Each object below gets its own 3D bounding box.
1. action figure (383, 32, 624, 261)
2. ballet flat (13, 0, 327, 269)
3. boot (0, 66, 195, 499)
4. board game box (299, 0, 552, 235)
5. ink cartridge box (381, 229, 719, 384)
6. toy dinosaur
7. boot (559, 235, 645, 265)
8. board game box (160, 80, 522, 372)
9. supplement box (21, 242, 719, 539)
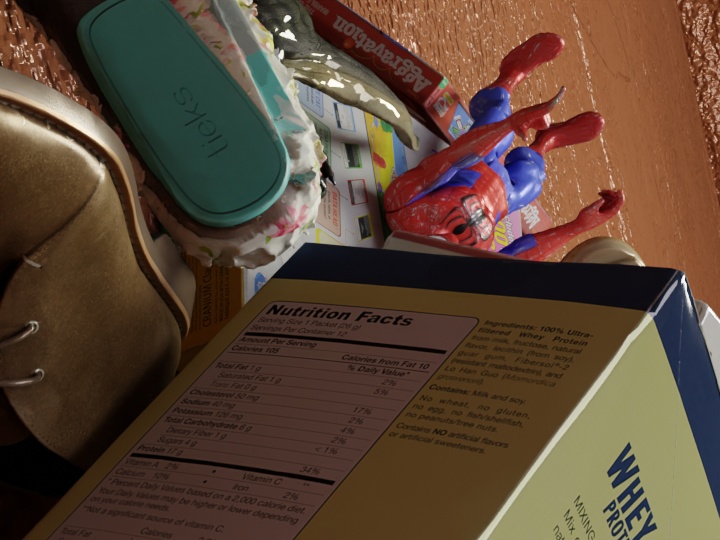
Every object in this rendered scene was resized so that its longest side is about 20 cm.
[{"bbox_3d":[0.074,-0.048,0.837,0.065,0.099,0.200,59,34,-13],"label":"action figure"},{"bbox_3d":[-0.071,-0.084,0.648,0.064,0.076,0.200,65,1,-75],"label":"ballet flat"},{"bbox_3d":[-0.096,0.005,0.545,0.200,0.074,0.076,54,38,-60],"label":"boot"},{"bbox_3d":[0.028,-0.076,0.999,0.103,0.019,0.200,37,-3,26],"label":"board game box"},{"bbox_3d":[0.094,0.079,0.752,0.200,0.145,0.083,44,68,-43],"label":"ink cartridge box"},{"bbox_3d":[-0.032,-0.072,0.733,0.200,0.047,0.088,38,36,-38],"label":"toy dinosaur"},{"bbox_3d":[0.092,0.049,1.055,0.166,0.072,0.200,-120,-151,-61],"label":"boot"},{"bbox_3d":[0.000,0.000,0.819,0.200,0.040,0.153,34,45,-45],"label":"board game box"},{"bbox_3d":[0.013,0.130,0.565,0.200,0.134,0.200,-48,129,-37],"label":"supplement box"}]
